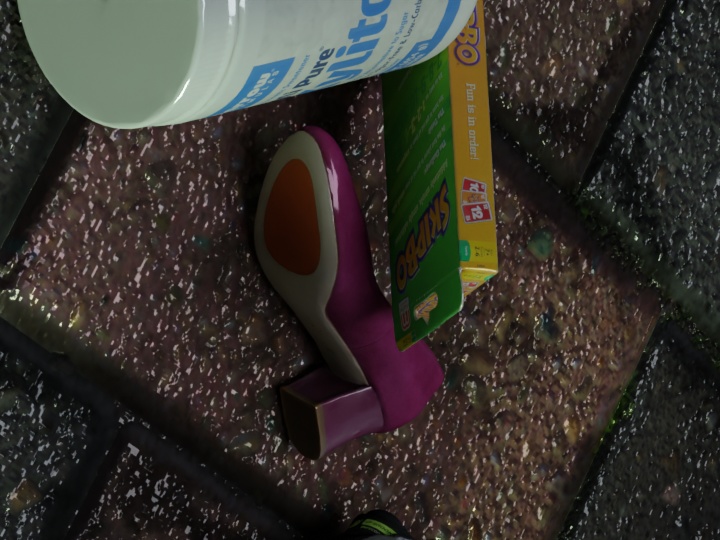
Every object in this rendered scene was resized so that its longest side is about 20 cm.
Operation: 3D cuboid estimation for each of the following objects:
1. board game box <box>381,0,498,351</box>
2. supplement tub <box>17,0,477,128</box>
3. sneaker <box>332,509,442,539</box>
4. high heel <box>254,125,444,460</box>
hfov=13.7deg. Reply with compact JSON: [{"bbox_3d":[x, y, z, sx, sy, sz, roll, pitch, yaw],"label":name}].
[{"bbox_3d":[0.038,-0.065,1.513,0.030,0.096,0.200,6,72,-18],"label":"board game box"},{"bbox_3d":[-0.048,-0.145,1.415,0.200,0.132,0.132,-19,115,-45],"label":"supplement tub"},{"bbox_3d":[-0.011,0.167,1.604,0.199,0.071,0.083,11,88,-55],"label":"sneaker"},{"bbox_3d":[0.000,0.000,1.562,0.096,0.067,0.200,-27,135,-33],"label":"high heel"}]
